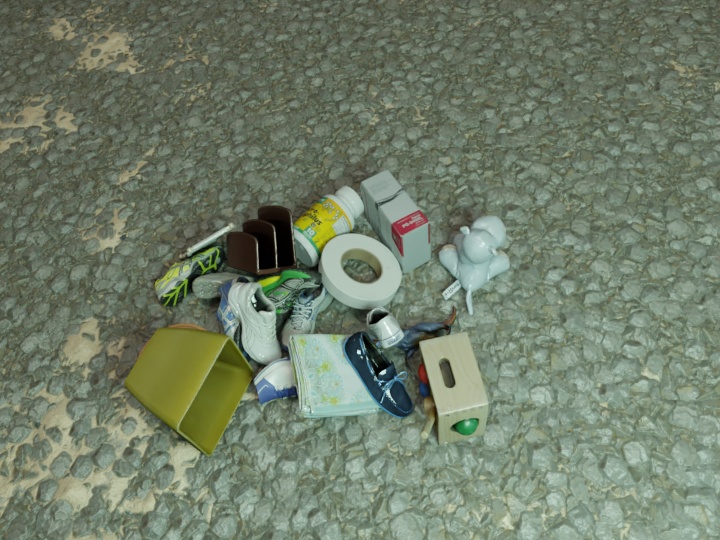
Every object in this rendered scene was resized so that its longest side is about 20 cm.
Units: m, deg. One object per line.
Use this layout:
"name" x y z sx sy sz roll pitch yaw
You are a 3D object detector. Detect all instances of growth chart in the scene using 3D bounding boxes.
"growth chart" -0.376 -0.072 1.577 0.143 0.199 0.018 -34 99 -19

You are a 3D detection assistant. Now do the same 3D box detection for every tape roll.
"tape roll" 0.000 0.000 1.497 0.198 0.037 0.206 12 47 -13

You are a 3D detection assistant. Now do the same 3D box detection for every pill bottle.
"pill bottle" -0.084 -0.115 1.585 0.112 0.114 0.200 35 66 27

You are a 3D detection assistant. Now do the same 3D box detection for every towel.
"towel" -0.052 0.215 1.330 0.196 0.048 0.175 6 58 -35

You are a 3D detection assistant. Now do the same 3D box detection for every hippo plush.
"hippo plush" 0.250 -0.049 1.456 0.158 0.163 0.200 32 60 27

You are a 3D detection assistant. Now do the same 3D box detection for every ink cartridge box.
"ink cartridge box" 0.085 -0.120 1.545 0.082 0.147 0.202 -26 56 -10

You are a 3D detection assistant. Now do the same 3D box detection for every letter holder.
"letter holder" -0.237 -0.076 1.493 0.098 0.146 0.198 -8 10 -30

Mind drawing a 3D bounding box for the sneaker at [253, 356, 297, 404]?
"sneaker" -0.124 0.241 1.367 0.196 0.081 0.116 -26 54 -12

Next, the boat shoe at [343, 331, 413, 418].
"boat shoe" 0.041 0.216 1.321 0.200 0.069 0.084 47 39 -1

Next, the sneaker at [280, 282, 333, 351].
"sneaker" -0.132 0.089 1.469 0.075 0.086 0.203 17 60 19

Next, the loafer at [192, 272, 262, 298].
"loafer" -0.304 0.035 1.537 0.194 0.072 0.070 5 20 6

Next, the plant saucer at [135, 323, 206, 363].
"plant saucer" -0.420 0.209 1.460 0.194 0.033 0.204 -4 55 5

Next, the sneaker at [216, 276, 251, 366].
"sneaker" -0.284 0.121 1.465 0.075 0.075 0.206 -11 74 27

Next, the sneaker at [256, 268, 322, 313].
"sneaker" -0.155 0.048 1.423 0.197 0.077 0.088 -20 70 42

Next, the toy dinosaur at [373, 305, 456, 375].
"toy dinosaur" 0.112 0.162 1.416 0.177 0.108 0.200 0 21 19

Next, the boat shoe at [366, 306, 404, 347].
"boat shoe" 0.045 0.109 1.372 0.073 0.200 0.066 -31 98 -10

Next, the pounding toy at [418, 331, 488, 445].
"pounding toy" 0.167 0.251 1.256 0.138 0.186 0.204 -12 55 -1

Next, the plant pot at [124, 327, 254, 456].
"plant pot" -0.360 0.230 1.321 0.173 0.201 0.203 20 64 18

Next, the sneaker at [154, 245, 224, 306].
"sneaker" -0.424 -0.002 1.579 0.199 0.076 0.076 -38 59 -20

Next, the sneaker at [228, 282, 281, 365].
"sneaker" -0.217 0.119 1.402 0.098 0.204 0.078 -12 17 42
